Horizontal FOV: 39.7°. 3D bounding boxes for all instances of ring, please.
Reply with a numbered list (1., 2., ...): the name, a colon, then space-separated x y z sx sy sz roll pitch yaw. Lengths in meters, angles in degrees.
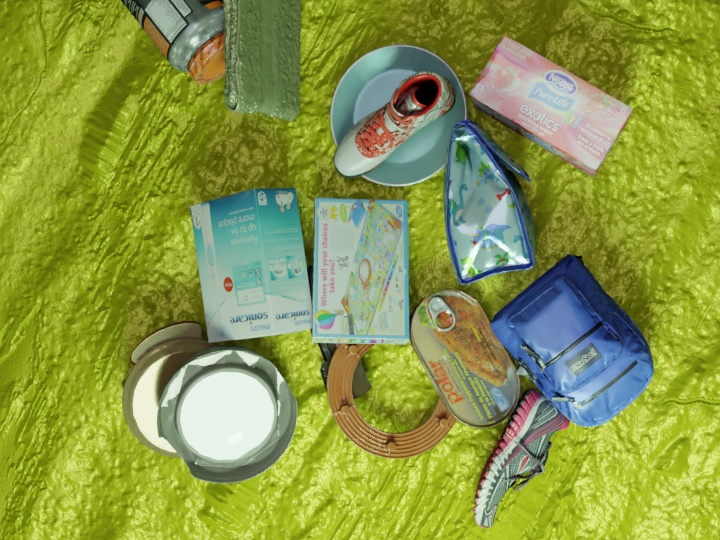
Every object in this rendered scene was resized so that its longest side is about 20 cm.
1. ring: 0.052 0.161 1.394 0.198 0.019 0.203 1 85 -12

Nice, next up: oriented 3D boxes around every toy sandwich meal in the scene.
1. toy sandwich meal: -0.260 0.176 1.464 0.203 0.070 0.207 -4 106 -12

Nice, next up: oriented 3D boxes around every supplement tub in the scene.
1. supplement tub: -0.258 -0.375 1.440 0.122 0.122 0.201 -39 84 9

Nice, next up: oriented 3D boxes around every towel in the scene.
1. towel: -0.139 -0.317 1.411 0.036 0.148 0.202 -2 90 37

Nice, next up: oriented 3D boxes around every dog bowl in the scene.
1. dog bowl: -0.191 0.199 1.418 0.198 0.059 0.202 -4 107 -12

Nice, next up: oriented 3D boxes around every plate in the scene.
1. plate: 0.055 -0.220 1.427 0.198 0.026 0.202 0 89 11

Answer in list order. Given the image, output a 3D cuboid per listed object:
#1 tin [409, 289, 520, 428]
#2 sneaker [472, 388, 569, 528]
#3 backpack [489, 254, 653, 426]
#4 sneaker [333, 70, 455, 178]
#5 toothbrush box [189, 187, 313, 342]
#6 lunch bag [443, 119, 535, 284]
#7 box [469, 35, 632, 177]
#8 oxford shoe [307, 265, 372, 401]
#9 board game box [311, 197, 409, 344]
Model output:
1. tin: 0.142 0.122 1.384 0.111 0.042 0.201 -28 90 -13
2. sneaker: 0.214 0.266 1.368 0.074 0.081 0.201 28 95 8
3. backpack: 0.282 0.105 1.313 0.162 0.168 0.200 -40 87 15
4. sneaker: 0.037 -0.202 1.363 0.200 0.108 0.068 -33 84 10
5. toothbrush box: -0.154 -0.006 1.409 0.146 0.085 0.202 -8 90 42
6. lunch bag: 0.164 -0.100 1.321 0.126 0.170 0.202 -15 95 10
7. box: 0.256 -0.220 1.348 0.199 0.103 0.095 32 96 10
8. oxford shoe: -0.030 0.085 1.429 0.084 0.073 0.202 -16 89 -6
9. board game box: 0.000 0.000 1.390 0.133 0.034 0.202 2 74 -5
